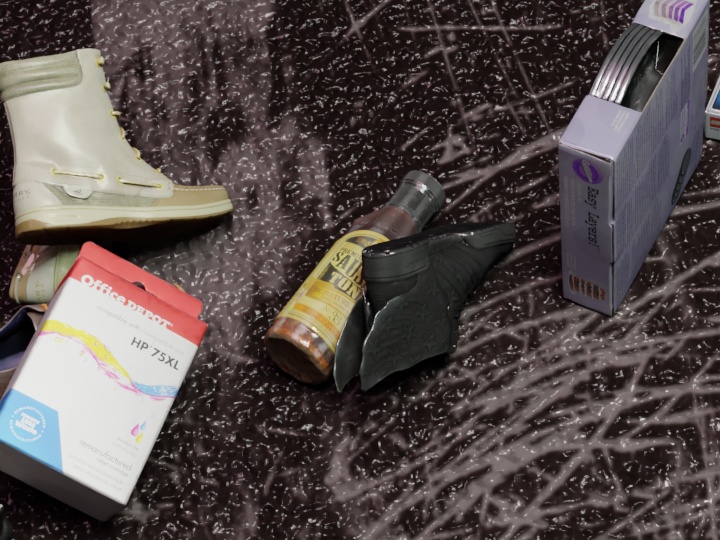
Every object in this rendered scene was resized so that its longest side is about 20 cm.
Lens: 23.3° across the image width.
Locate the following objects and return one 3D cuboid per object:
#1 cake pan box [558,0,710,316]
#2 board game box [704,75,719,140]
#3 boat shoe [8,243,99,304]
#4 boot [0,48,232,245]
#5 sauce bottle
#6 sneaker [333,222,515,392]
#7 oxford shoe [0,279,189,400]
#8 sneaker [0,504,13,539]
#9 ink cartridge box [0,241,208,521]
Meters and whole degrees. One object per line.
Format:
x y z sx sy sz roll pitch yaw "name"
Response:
0.213 -0.094 1.352 0.052 0.201 0.185 19 59 21 "cake pan box"
0.402 -0.146 1.464 0.198 0.035 0.127 15 55 22 "board game box"
-0.252 -0.057 1.495 0.062 0.073 0.202 1 59 6 "boat shoe"
-0.202 -0.104 1.441 0.198 0.072 0.156 -4 78 -37 "boot"
0.000 0.000 1.402 0.066 0.066 0.201 21 59 25 "sauce bottle"
0.054 0.025 1.373 0.060 0.105 0.199 1 10 43 "sneaker"
-0.229 0.055 1.395 0.199 0.073 0.071 -29 51 -13 "oxford shoe"
-0.295 0.245 1.254 0.079 0.074 0.201 -6 51 3 "sneaker"
-0.196 0.073 1.334 0.115 0.067 0.201 28 62 -11 "ink cartridge box"
